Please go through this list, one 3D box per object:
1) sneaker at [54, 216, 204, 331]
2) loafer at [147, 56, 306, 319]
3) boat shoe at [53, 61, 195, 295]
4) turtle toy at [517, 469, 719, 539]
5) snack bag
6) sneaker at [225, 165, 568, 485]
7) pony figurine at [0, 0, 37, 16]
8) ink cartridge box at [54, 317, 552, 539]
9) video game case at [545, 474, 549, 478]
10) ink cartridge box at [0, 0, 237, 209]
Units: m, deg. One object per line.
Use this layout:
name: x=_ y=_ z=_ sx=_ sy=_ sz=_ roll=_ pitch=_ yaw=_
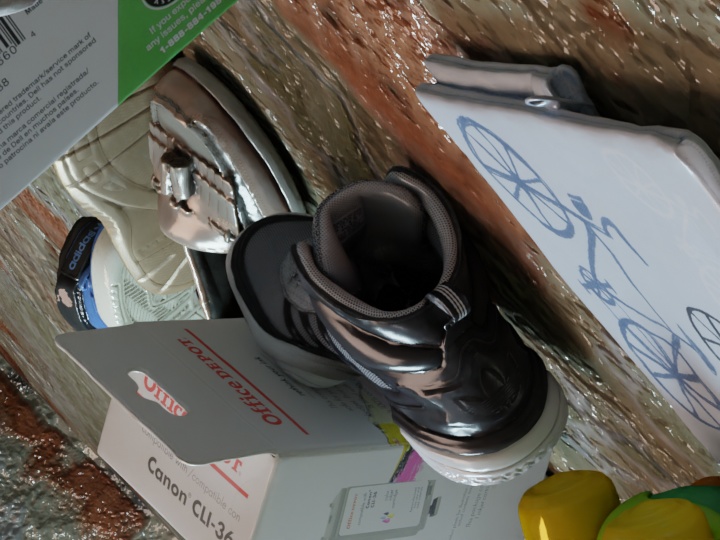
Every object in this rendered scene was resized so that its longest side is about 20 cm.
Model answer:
sneaker: x=-0.148 y=0.002 z=1.705 sx=0.111 sy=0.077 sz=0.200 roll=32 pitch=171 yaw=24
loafer: x=-0.062 y=-0.021 z=1.317 sx=0.072 sy=0.063 sz=0.200 roll=42 pitch=169 yaw=30
boat shoe: x=-0.114 y=-0.065 z=1.342 sx=0.065 sy=0.072 sz=0.200 roll=56 pitch=175 yaw=36
turtle toy: x=0.140 y=0.135 z=0.974 sx=0.200 sy=0.101 sz=0.146 roll=9 pitch=117 yaw=70
snack bag: x=0.109 y=0.011 z=0.867 sx=0.189 sy=0.021 sz=0.200 roll=50 pitch=170 yaw=-18
sneaker: x=0.000 y=0.000 z=1.137 sx=0.200 sy=0.075 sz=0.114 roll=35 pitch=159 yaw=46
pony figurine: x=-0.083 y=-0.149 z=0.774 sx=0.193 sy=0.167 sz=0.200 roll=14 pitch=-169 yaw=-40
ink cartridge box: x=-0.030 y=0.074 z=1.212 sx=0.200 sy=0.068 sz=0.116 roll=-1 pitch=-153 yaw=-39
video game case: x=0.112 y=0.157 z=1.391 sx=0.182 sy=0.022 sz=0.200 roll=39 pitch=167 yaw=40
ink cartridge box: x=-0.148 y=-0.140 z=1.002 sx=0.084 sy=0.146 sz=0.200 roll=38 pitch=165 yaw=47
